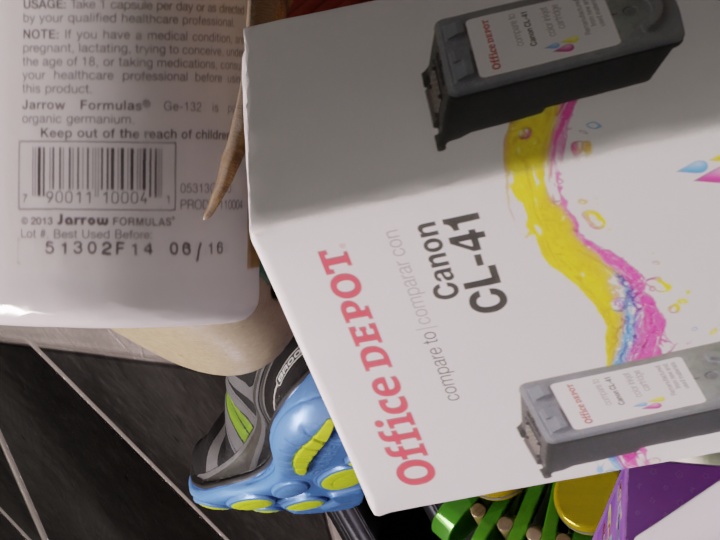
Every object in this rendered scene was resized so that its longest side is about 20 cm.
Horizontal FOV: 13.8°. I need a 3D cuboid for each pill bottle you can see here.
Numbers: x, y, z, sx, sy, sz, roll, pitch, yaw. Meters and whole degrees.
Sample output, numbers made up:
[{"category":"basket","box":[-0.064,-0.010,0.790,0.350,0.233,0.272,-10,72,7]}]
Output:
[{"category":"pill bottle","box":[-0.091,-0.082,1.041,0.114,0.114,0.201,-175,86,-67]}]

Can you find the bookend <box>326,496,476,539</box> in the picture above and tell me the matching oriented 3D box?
[{"category":"bookend","box":[0.042,0.064,1.321,0.200,0.092,0.199,24,147,55]}]

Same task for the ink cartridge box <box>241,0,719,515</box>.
[{"category":"ink cartridge box","box":[0.079,-0.016,0.875,0.148,0.199,0.086,68,-167,-47]}]

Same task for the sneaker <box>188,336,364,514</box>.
[{"category":"sneaker","box":[-0.026,0.056,1.269,0.200,0.070,0.083,129,141,-66]}]

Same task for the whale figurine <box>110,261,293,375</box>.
[{"category":"whale figurine","box":[-0.099,-0.038,1.188,0.200,0.104,0.159,25,170,36]}]

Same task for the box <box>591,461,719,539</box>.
[{"category":"box","box":[0.152,0.124,1.110,0.136,0.039,0.200,5,157,-1]}]

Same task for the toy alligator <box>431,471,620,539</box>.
[{"category":"toy alligator","box":[0.098,0.110,1.202,0.199,0.054,0.059,19,167,15]}]

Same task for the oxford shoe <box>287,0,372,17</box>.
[{"category":"oxford shoe","box":[0.011,-0.061,1.095,0.200,0.071,0.073,38,147,26]}]

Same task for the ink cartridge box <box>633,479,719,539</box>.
[{"category":"ink cartridge box","box":[0.159,0.111,0.945,0.199,0.067,0.116,12,158,-13]}]

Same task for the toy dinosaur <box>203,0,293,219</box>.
[{"category":"toy dinosaur","box":[-0.020,-0.124,0.994,0.060,0.200,0.106,-8,126,25]}]
